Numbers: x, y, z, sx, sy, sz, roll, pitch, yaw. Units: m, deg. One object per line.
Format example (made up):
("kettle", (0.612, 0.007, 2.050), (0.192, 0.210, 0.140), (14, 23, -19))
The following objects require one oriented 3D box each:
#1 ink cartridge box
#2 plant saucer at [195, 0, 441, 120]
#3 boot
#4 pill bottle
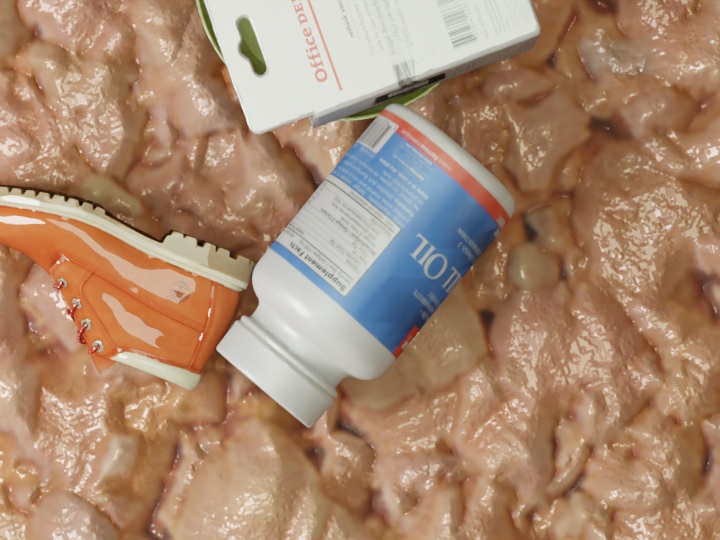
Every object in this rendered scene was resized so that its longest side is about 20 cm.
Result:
("ink cartridge box", (0.004, -0.169, 1.592), (0.199, 0.067, 0.117), (-20, 88, -2))
("plant saucer", (-0.013, -0.199, 1.643), (0.198, 0.031, 0.202), (0, 87, -2))
("boot", (-0.180, 0.008, 1.611), (0.199, 0.075, 0.108), (21, 92, 0))
("pill bottle", (0.000, 0.000, 1.591), (0.112, 0.112, 0.200), (39, 88, 2))
